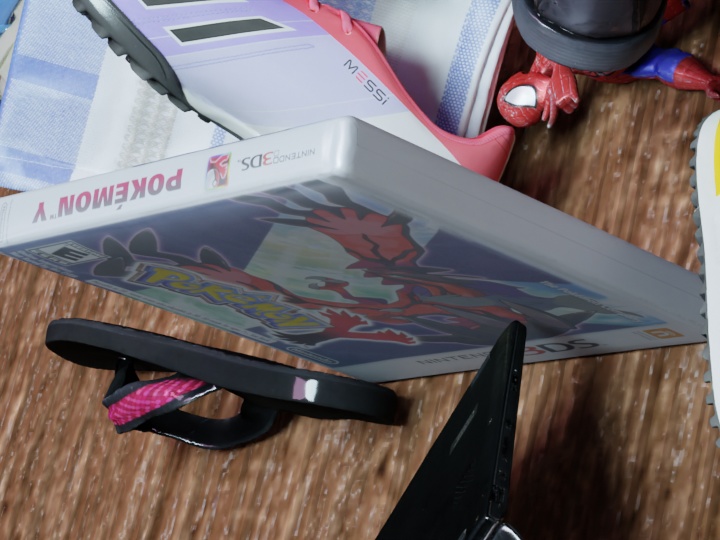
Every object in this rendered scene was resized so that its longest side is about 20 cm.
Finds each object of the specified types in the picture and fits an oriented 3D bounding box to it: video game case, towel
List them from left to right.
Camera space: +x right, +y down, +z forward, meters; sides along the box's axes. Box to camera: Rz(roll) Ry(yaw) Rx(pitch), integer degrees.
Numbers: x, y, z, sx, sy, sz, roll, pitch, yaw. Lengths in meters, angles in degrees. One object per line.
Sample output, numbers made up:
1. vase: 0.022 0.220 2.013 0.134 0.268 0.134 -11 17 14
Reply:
1. towel: -0.045 -0.073 0.945 0.024 0.199 0.148 -49 -24 -74
2. video game case: 0.000 0.000 0.840 0.182 0.199 0.023 -10 67 44

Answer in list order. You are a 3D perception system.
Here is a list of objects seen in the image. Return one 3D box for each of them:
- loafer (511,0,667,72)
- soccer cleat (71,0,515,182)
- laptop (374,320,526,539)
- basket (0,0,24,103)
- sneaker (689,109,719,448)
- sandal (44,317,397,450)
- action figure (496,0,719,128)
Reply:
1. loafer: 0.091 -0.162 0.833 0.063 0.071 0.201 100 178 -54
2. soccer cleat: -0.033 -0.081 0.899 0.073 0.200 0.068 -51 2 6
3. laptop: 0.050 0.159 0.803 0.188 0.115 0.200 -60 8 28
4. basket: -0.085 -0.124 1.053 0.176 0.139 0.200 -48 39 16
5. sneaker: 0.162 0.010 0.759 0.090 0.070 0.201 -33 45 34
6. sandal: -0.068 0.053 0.988 0.199 0.075 0.045 10 87 47
7. action figure: 0.128 -0.104 0.867 0.200 0.065 0.099 -39 35 25
